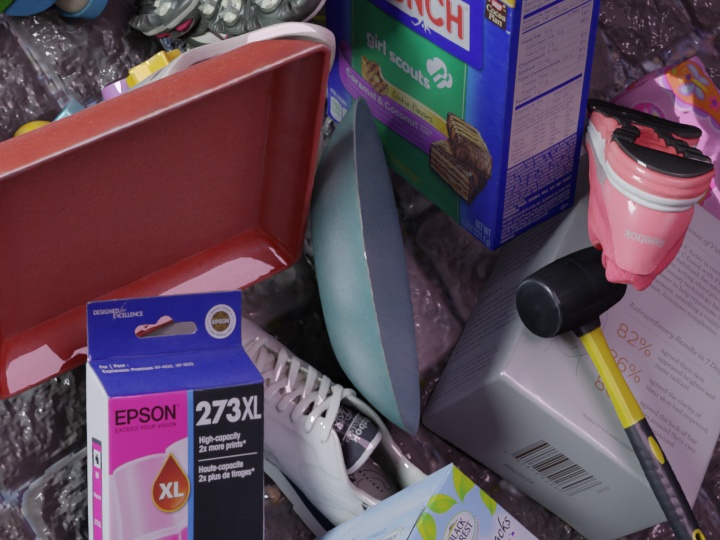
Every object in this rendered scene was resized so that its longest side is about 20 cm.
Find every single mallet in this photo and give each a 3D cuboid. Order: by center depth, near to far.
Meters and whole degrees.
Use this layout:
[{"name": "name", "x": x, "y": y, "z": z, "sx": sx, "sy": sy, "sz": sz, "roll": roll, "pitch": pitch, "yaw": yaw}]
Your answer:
[{"name": "mallet", "x": 0.165, "y": 0.079, "z": 1.013, "sx": 0.066, "sy": 0.041, "sz": 0.201, "roll": -33, "pitch": 93, "yaw": -36}]

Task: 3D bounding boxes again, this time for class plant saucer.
[{"name": "plant saucer", "x": -0.116, "y": -0.032, "z": 0.901, "sx": 0.199, "sy": 0.200, "sz": 0.037, "roll": -26, "pitch": 63, "yaw": -22}, {"name": "plant saucer", "x": 0.000, "y": 0.000, "z": 1.013, "sx": 0.038, "sy": 0.201, "sz": 0.203, "roll": -9, "pitch": 72, "yaw": 7}]

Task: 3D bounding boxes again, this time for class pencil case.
[{"name": "pencil case", "x": 0.250, "y": -0.050, "z": 1.210, "sx": 0.087, "sy": 0.087, "sz": 0.201, "roll": -28, "pitch": 86, "yaw": -34}]

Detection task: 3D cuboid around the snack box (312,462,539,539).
[{"name": "snack box", "x": 0.068, "y": 0.214, "z": 0.950, "sx": 0.200, "sy": 0.169, "sz": 0.068, "roll": 42, "pitch": 54, "yaw": -7}]

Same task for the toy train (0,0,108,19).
[{"name": "toy train", "x": -0.220, "y": -0.244, "z": 1.036, "sx": 0.115, "sy": 0.084, "sz": 0.202, "roll": 7, "pitch": 59, "yaw": -43}]

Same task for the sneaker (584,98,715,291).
[{"name": "sneaker", "x": 0.156, "y": -0.045, "z": 1.005, "sx": 0.073, "sy": 0.200, "sz": 0.088, "roll": 16, "pitch": 106, "yaw": 3}]

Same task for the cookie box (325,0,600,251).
[{"name": "cookie box", "x": 0.055, "y": -0.141, "z": 1.026, "sx": 0.075, "sy": 0.201, "sz": 0.171, "roll": -30, "pitch": 53, "yaw": -26}]

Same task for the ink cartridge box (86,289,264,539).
[{"name": "ink cartridge box", "x": -0.100, "y": 0.115, "z": 0.931, "sx": 0.094, "sy": 0.037, "sz": 0.202, "roll": -4, "pitch": 97, "yaw": -30}]

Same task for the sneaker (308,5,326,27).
[{"name": "sneaker", "x": 0.029, "y": -0.186, "z": 1.142, "sx": 0.198, "sy": 0.076, "sz": 0.076, "roll": -3, "pitch": 70, "yaw": -31}]

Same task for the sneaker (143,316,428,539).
[{"name": "sneaker", "x": -0.039, "y": 0.079, "z": 0.998, "sx": 0.200, "sy": 0.080, "sz": 0.077, "roll": 41, "pitch": 59, "yaw": -5}]

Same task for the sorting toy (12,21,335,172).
[{"name": "sorting toy", "x": -0.098, "y": -0.083, "z": 0.969, "sx": 0.199, "sy": 0.180, "sz": 0.108, "roll": -22, "pitch": 82, "yaw": -34}]

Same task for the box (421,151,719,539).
[{"name": "box", "x": 0.157, "y": 0.046, "z": 1.103, "sx": 0.152, "sy": 0.106, "sz": 0.201, "roll": 36, "pitch": 58, "yaw": -11}]

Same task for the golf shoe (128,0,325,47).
[{"name": "golf shoe", "x": -0.059, "y": -0.166, "z": 1.017, "sx": 0.088, "sy": 0.199, "sz": 0.078, "roll": 19, "pitch": 86, "yaw": -31}]
